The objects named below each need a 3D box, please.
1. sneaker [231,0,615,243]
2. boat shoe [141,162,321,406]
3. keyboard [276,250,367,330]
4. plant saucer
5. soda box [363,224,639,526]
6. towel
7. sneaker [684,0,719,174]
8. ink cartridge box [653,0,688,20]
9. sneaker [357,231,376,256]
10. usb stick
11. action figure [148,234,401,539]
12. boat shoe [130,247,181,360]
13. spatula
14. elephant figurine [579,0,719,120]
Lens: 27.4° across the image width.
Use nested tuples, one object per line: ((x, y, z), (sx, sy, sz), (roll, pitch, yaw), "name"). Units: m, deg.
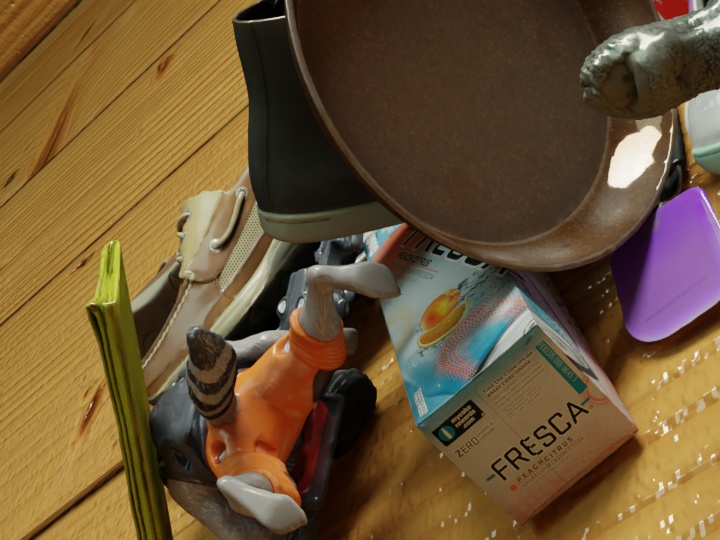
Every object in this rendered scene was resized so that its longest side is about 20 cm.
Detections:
((0.042, -0.088, 0.671), (0.199, 0.107, 0.075), (-18, 24, -20), "sneaker")
((-0.063, -0.013, 0.811), (0.200, 0.074, 0.076), (-52, -14, -8), "boat shoe")
((0.000, 0.000, 0.815), (0.200, 0.011, 0.056), (-43, -5, -12), "keyboard")
((0.049, -0.092, 0.624), (0.034, 0.200, 0.201), (-28, 28, 55), "plant saucer")
((0.054, 0.024, 0.655), (0.064, 0.068, 0.200), (-42, 21, 10), "soda box")
((-0.109, 0.092, 0.726), (0.018, 0.201, 0.086), (-9, 21, -6), "towel")
((0.157, -0.148, 0.656), (0.078, 0.140, 0.200), (-23, 31, 47), "sneaker")
((0.096, -0.127, 0.776), (0.200, 0.116, 0.067), (-51, 20, -10), "ink cartridge box")
((-0.032, -0.054, 0.880), (0.201, 0.115, 0.076), (-48, 2, -8), "sneaker")
((-0.059, 0.085, 0.826), (0.056, 0.033, 0.200), (-51, 20, -28), "usb stick")
((-0.049, 0.044, 0.684), (0.193, 0.104, 0.201), (143, 139, -65), "action figure")
((-0.090, -0.001, 0.985), (0.200, 0.076, 0.072), (-28, 26, 39), "boat shoe")
((0.137, -0.039, 0.671), (0.056, 0.021, 0.200), (-41, 19, 29), "spatula")
((0.190, -0.119, 0.539), (0.200, 0.155, 0.142), (-26, 51, 28), "elephant figurine")
